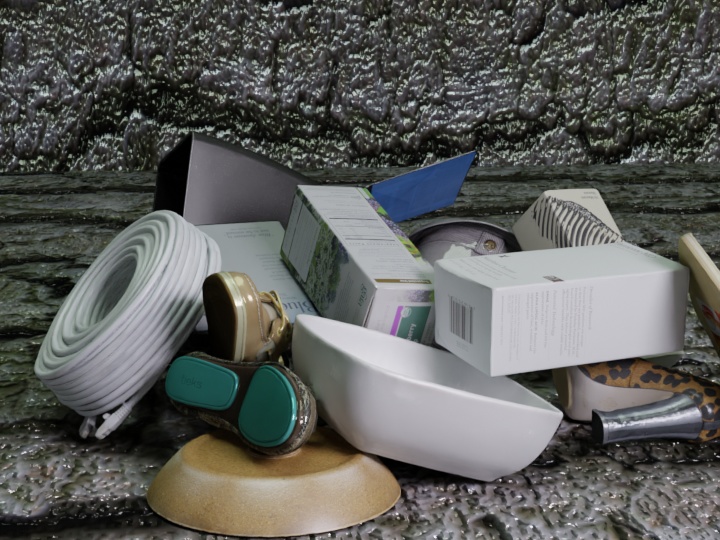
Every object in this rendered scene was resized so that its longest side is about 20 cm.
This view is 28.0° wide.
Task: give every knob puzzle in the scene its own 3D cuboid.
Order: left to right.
[{"bbox_3d":[0.329,0.054,1.241,0.030,0.221,0.220,-27,10,3],"label":"knob puzzle"}]

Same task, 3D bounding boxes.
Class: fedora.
[{"bbox_3d":[0.119,0.038,1.517,0.199,0.177,0.091,30,48,-3],"label":"fedora"}]

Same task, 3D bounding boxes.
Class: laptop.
[{"bbox_3d":[0.036,-0.024,1.568,0.115,0.202,0.187,15,-15,0],"label":"laptop"}]

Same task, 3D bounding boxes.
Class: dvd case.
[{"bbox_3d":[-0.118,0.009,1.401,0.141,0.018,0.200,-4,32,-21],"label":"dvd case"}]

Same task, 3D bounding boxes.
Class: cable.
[{"bbox_3d":[-0.211,0.036,1.302,0.069,0.200,0.200,41,4,-25],"label":"cable"}]

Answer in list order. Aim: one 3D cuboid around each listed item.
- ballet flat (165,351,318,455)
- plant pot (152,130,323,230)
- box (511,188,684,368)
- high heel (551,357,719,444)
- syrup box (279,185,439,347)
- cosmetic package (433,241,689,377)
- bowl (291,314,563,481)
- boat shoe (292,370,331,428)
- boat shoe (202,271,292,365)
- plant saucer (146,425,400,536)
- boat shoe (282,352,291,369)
[{"bbox_3d":[-0.079,0.106,1.145,0.075,0.068,0.199,24,-8,-37],"label":"ballet flat"},{"bbox_3d":[-0.135,-0.028,1.616,0.176,0.202,0.199,7,-9,-19],"label":"plant pot"},{"bbox_3d":[0.232,0.019,1.427,0.082,0.201,0.068,-5,-31,-36],"label":"box"},{"bbox_3d":[0.256,0.099,1.314,0.141,0.072,0.200,-5,24,-9],"label":"high heel"},{"bbox_3d":[0.000,0.000,1.355,0.081,0.079,0.200,1,30,-28],"label":"syrup box"},{"bbox_3d":[0.176,0.031,1.264,0.198,0.082,0.113,-8,17,-24],"label":"cosmetic package"},{"bbox_3d":[0.042,0.107,1.176,0.198,0.075,0.200,17,4,-22],"label":"bowl"},{"bbox_3d":[-0.034,0.111,1.290,0.200,0.061,0.072,-7,12,-33],"label":"boat shoe"},{"bbox_3d":[-0.093,0.047,1.228,0.066,0.075,0.200,-20,-18,-13],"label":"boat shoe"},{"bbox_3d":[-0.067,0.155,1.124,0.198,0.036,0.200,0,10,0],"label":"plant saucer"},{"bbox_3d":[-0.109,0.085,1.430,0.074,0.063,0.200,-1,9,3],"label":"boat shoe"}]
